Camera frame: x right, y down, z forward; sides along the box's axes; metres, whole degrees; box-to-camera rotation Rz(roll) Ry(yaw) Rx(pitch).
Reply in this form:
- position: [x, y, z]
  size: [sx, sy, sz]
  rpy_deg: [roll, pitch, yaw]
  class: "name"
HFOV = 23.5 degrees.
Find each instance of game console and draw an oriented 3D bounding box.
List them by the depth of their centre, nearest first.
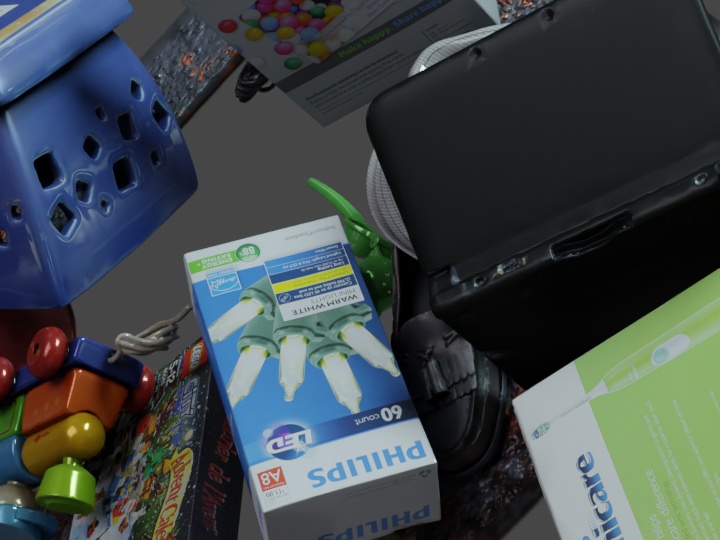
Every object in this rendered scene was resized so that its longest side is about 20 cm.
- position: [0.131, -0.045, 0.947]
  size: [0.199, 0.176, 0.117]
  rpy_deg: [-25, 48, 25]
  class: "game console"

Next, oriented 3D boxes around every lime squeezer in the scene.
- position: [0.000, 0.000, 1.139]
  size: [0.071, 0.037, 0.201]
  rpy_deg: [125, 147, -44]
  class: "lime squeezer"

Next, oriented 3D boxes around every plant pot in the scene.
- position: [-0.257, -0.097, 1.231]
  size: [0.198, 0.181, 0.200]
  rpy_deg: [2, 30, 27]
  class: "plant pot"

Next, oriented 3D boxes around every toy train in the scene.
- position: [-0.175, 0.100, 1.093]
  size: [0.199, 0.084, 0.117]
  rpy_deg: [-26, 48, 46]
  class: "toy train"

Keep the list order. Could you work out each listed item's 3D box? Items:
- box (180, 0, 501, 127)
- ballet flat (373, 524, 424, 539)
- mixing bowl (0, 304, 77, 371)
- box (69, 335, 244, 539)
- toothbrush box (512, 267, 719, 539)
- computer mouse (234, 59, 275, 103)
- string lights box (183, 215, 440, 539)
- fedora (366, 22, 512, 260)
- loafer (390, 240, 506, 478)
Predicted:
- position: [-0.021, -0.192, 1.157]
  size: [0.155, 0.200, 0.041]
  rpy_deg: [-26, 49, 23]
  class: "box"
- position: [-0.024, 0.094, 1.055]
  size: [0.067, 0.046, 0.201]
  rpy_deg: [-39, 54, 11]
  class: "ballet flat"
- position: [-0.322, 0.069, 1.300]
  size: [0.199, 0.108, 0.202]
  rpy_deg: [-22, 50, 28]
  class: "mixing bowl"
- position: [-0.129, 0.146, 1.088]
  size: [0.136, 0.038, 0.201]
  rpy_deg: [-38, 31, 30]
  class: "box"
- position: [0.194, 0.086, 0.871]
  size: [0.199, 0.086, 0.146]
  rpy_deg: [-34, 46, 17]
  class: "toothbrush box"
- position: [-0.029, -0.215, 1.243]
  size: [0.200, 0.052, 0.139]
  rpy_deg: [127, 160, -55]
  class: "computer mouse"
- position: [-0.031, 0.066, 1.015]
  size: [0.102, 0.059, 0.201]
  rpy_deg: [-15, 48, -9]
  class: "string lights box"
- position: [0.092, -0.084, 1.023]
  size: [0.199, 0.091, 0.178]
  rpy_deg: [23, 65, 25]
  class: "fedora"
- position: [0.042, 0.029, 1.054]
  size: [0.071, 0.063, 0.201]
  rpy_deg: [-23, 49, 26]
  class: "loafer"
